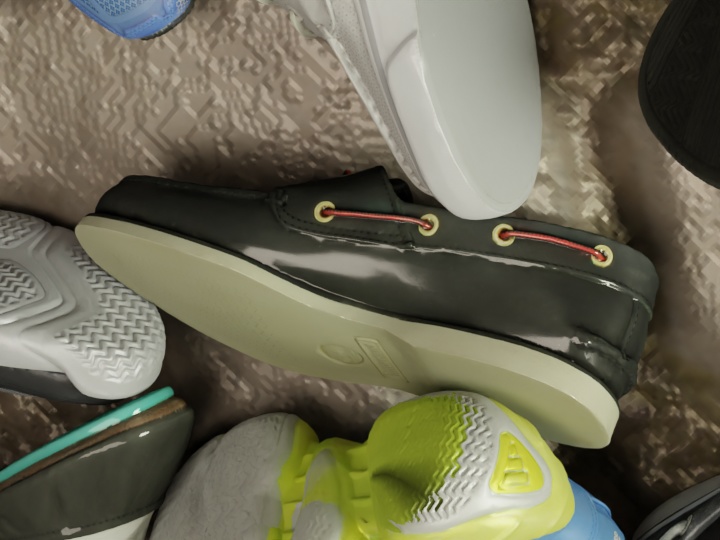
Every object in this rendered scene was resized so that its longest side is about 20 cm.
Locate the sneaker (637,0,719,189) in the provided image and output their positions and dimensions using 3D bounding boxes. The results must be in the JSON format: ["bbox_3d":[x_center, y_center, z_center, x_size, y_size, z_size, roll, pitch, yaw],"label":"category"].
[{"bbox_3d":[0.179,-0.033,0.725,0.200,0.121,0.084,27,92,55],"label":"sneaker"}]

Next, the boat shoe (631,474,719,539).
[{"bbox_3d":[0.153,0.074,0.789,0.200,0.068,0.072,-34,95,33],"label":"boat shoe"}]

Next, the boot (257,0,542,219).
[{"bbox_3d":[-0.014,-0.105,0.798,0.095,0.073,0.201,-14,97,36],"label":"boot"}]

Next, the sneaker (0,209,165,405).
[{"bbox_3d":[-0.160,0.036,0.922,0.200,0.075,0.114,17,122,21],"label":"sneaker"}]

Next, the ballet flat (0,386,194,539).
[{"bbox_3d":[-0.123,0.098,0.930,0.200,0.068,0.069,-21,91,42],"label":"ballet flat"}]

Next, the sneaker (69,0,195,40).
[{"bbox_3d":[-0.127,-0.149,0.804,0.078,0.089,0.200,-27,112,32],"label":"sneaker"}]

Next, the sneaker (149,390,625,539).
[{"bbox_3d":[0.011,0.099,0.864,0.105,0.076,0.200,34,154,-27],"label":"sneaker"}]

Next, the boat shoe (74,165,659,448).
[{"bbox_3d":[0.001,0.001,0.836,0.201,0.063,0.074,14,159,23],"label":"boat shoe"}]
